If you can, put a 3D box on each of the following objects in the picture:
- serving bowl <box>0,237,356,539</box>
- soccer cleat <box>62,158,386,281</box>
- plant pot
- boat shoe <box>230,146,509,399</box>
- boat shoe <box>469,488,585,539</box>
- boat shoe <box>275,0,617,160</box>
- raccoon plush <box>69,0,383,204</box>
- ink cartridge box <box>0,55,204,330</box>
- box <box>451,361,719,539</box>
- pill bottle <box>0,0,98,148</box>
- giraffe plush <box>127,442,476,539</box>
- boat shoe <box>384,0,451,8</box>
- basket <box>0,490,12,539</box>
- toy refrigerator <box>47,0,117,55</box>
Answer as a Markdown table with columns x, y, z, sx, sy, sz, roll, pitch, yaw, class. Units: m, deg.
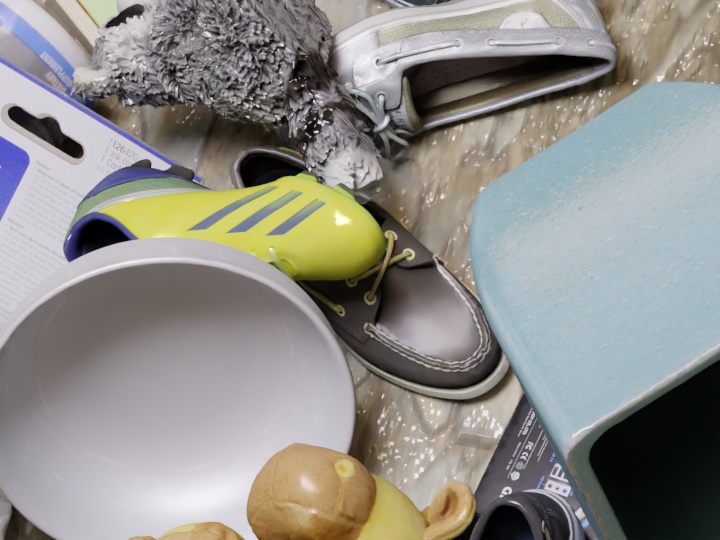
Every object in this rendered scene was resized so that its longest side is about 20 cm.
| x | y | z | sx | sy | sz | roll | pitch | yaw | class |
| --- | --- | --- | --- | --- | --- | --- | --- | --- | --- |
| -0.103 | 0.061 | 1.425 | 0.199 | 0.201 | 0.066 | -18 | 32 | 7 | serving bowl |
| -0.075 | -0.013 | 1.449 | 0.200 | 0.065 | 0.084 | 8 | 43 | 36 | soccer cleat |
| 0.159 | 0.024 | 1.302 | 0.196 | 0.196 | 0.200 | -32 | 48 | -3 | plant pot |
| 0.000 | 0.000 | 1.490 | 0.201 | 0.061 | 0.072 | 36 | 76 | 30 | boat shoe |
| 0.066 | 0.206 | 1.320 | 0.070 | 0.066 | 0.201 | 14 | 86 | 26 | boat shoe |
| 0.046 | -0.110 | 1.533 | 0.201 | 0.075 | 0.065 | -18 | 53 | -1 | boat shoe |
| -0.085 | -0.092 | 1.493 | 0.134 | 0.097 | 0.200 | -39 | 51 | 25 | raccoon plush |
| -0.214 | -0.012 | 1.504 | 0.197 | 0.047 | 0.200 | 31 | 65 | -17 | ink cartridge box |
| 0.175 | 0.101 | 1.386 | 0.198 | 0.050 | 0.200 | 18 | 68 | 25 | box |
| -0.255 | -0.070 | 1.578 | 0.114 | 0.114 | 0.200 | 32 | 75 | 29 | pill bottle |
| -0.022 | 0.160 | 1.350 | 0.172 | 0.200 | 0.162 | 12 | 52 | 29 | giraffe plush |
| -0.010 | -0.214 | 1.608 | 0.200 | 0.071 | 0.072 | 27 | 72 | 29 | boat shoe |
| -0.265 | 0.095 | 1.391 | 0.123 | 0.201 | 0.136 | 2 | 38 | 7 | basket |
| -0.173 | -0.203 | 1.654 | 0.076 | 0.070 | 0.200 | -36 | 57 | -5 | toy refrigerator |
